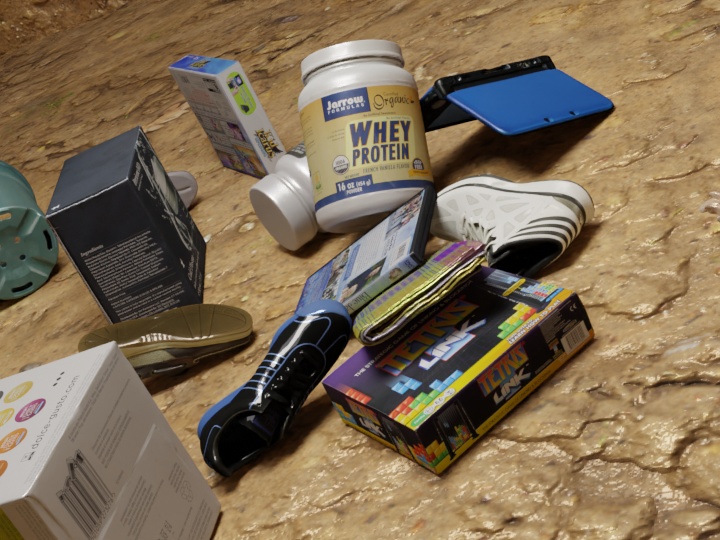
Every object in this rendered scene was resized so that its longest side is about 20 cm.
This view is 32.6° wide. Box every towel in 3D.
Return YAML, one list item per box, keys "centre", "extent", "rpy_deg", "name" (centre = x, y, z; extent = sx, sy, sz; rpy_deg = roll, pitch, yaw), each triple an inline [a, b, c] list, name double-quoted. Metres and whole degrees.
- centre: [0.053, 0.020, 1.184]
  extent: [0.143, 0.023, 0.200]
  rpy_deg: [-37, 3, -1]
  name: "towel"

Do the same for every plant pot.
- centre: [-0.568, -0.055, 1.908]
  extent: [0.200, 0.201, 0.196]
  rpy_deg: [-36, 35, -17]
  name: "plant pot"

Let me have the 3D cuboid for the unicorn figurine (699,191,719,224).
- centre: [0.414, -0.076, 1.088]
  extent: [0.200, 0.074, 0.137]
  rpy_deg: [-39, 33, 11]
  name: "unicorn figurine"

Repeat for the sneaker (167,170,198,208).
- centre: [-0.345, -0.102, 1.880]
  extent: [0.200, 0.078, 0.112]
  rpy_deg: [-30, 26, -4]
  name: "sneaker"

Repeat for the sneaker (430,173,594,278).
- centre: [0.133, -0.041, 1.285]
  extent: [0.200, 0.076, 0.115]
  rpy_deg: [-2, 34, 39]
  name: "sneaker"

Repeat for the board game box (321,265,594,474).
- centre: [0.087, 0.081, 1.129]
  extent: [0.200, 0.057, 0.165]
  rpy_deg: [-38, 28, -20]
  name: "board game box"

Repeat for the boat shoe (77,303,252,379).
- centre: [-0.219, 0.088, 1.414]
  extent: [0.199, 0.065, 0.073]
  rpy_deg: [-8, 33, -1]
  name: "boat shoe"

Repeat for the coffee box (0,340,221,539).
- centre: [-0.272, 0.219, 1.063]
  extent: [0.197, 0.200, 0.200]
  rpy_deg: [-18, 27, 23]
  name: "coffee box"

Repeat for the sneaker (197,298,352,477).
- centre: [-0.076, 0.117, 1.187]
  extent: [0.200, 0.070, 0.078]
  rpy_deg: [-48, 24, 3]
  name: "sneaker"

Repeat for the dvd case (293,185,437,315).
- centre: [0.000, 0.000, 1.339]
  extent: [0.200, 0.018, 0.143]
  rpy_deg: [-37, 19, 29]
  name: "dvd case"

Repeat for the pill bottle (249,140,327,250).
- centre: [-0.036, -0.121, 1.561]
  extent: [0.200, 0.114, 0.114]
  rpy_deg: [-38, 27, -20]
  name: "pill bottle"

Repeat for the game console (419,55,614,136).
- centre: [0.174, -0.186, 1.508]
  extent: [0.200, 0.119, 0.171]
  rpy_deg: [-17, -16, -37]
  name: "game console"

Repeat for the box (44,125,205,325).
- centre: [-0.298, -0.051, 1.597]
  extent: [0.124, 0.197, 0.200]
  rpy_deg: [-25, 26, 7]
  name: "box"

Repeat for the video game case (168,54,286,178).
- centre: [-0.195, -0.231, 1.849]
  extent: [0.045, 0.182, 0.200]
  rpy_deg: [-35, 26, -18]
  name: "video game case"

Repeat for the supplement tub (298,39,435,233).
- centre: [0.005, -0.155, 1.442]
  extent: [0.144, 0.201, 0.144]
  rpy_deg: [-10, -8, -1]
  name: "supplement tub"
